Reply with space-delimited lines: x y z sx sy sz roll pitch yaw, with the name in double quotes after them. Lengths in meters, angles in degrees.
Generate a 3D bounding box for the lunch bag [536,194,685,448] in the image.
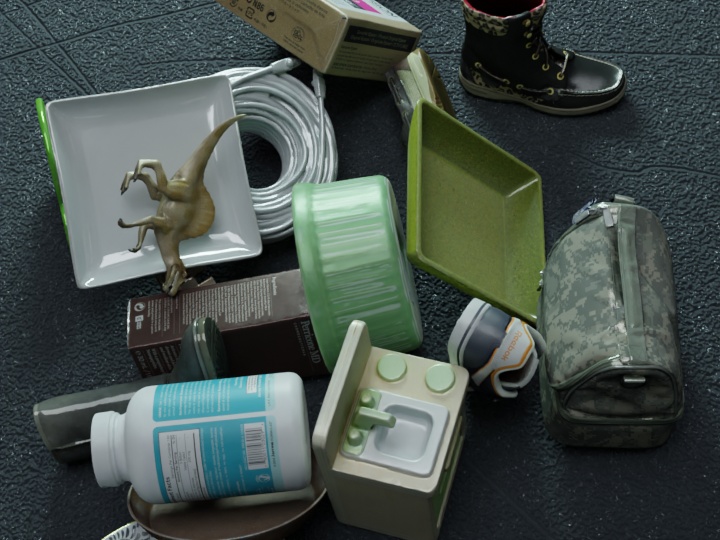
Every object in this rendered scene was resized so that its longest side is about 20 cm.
0.246 0.051 1.264 0.138 0.168 0.202 3 58 -1 "lunch bag"

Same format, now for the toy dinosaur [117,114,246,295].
-0.193 -0.080 1.350 0.100 0.058 0.202 18 89 -24 "toy dinosaur"

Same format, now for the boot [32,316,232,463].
-0.230 0.124 1.310 0.198 0.183 0.073 -4 46 2 "boot"

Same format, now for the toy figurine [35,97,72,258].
-0.261 -0.119 1.498 0.182 0.150 0.202 -13 73 -10 "toy figurine"

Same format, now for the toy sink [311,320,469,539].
0.037 0.156 1.225 0.111 0.201 0.131 11 60 14 "toy sink"

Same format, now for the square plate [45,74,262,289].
-0.218 -0.095 1.380 0.198 0.028 0.200 -11 86 -12 "square plate"

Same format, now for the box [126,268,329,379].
-0.135 0.069 1.362 0.198 0.101 0.075 -12 47 3 "box"

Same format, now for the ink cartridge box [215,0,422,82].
-0.052 -0.303 1.538 0.199 0.164 0.076 36 113 26 "ink cartridge box"

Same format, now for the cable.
-0.123 -0.128 1.460 0.198 0.069 0.202 -10 81 -17 "cable"

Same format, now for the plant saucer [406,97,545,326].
0.114 -0.052 1.375 0.048 0.199 0.202 -28 47 39 "plant saucer"

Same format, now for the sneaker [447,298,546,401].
0.132 0.089 1.260 0.079 0.200 0.079 28 82 13 "sneaker"

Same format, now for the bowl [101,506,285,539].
-0.162 0.313 1.207 0.198 0.095 0.201 -4 20 2 "bowl"

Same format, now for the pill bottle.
-0.148 0.159 1.223 0.198 0.111 0.112 -5 58 0 "pill bottle"

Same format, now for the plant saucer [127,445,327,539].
-0.125 0.220 1.262 0.198 0.035 0.201 -5 20 2 "plant saucer"

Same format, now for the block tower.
-0.219 -0.040 1.416 0.058 0.054 0.201 -31 92 -13 "block tower"

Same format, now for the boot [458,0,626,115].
0.203 -0.255 1.476 0.198 0.151 0.074 12 61 17 "boot"

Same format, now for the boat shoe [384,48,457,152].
0.078 -0.155 1.492 0.064 0.073 0.202 -25 63 24 "boat shoe"

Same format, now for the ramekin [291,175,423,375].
0.000 0.000 1.324 0.097 0.201 0.202 -12 58 5 "ramekin"
